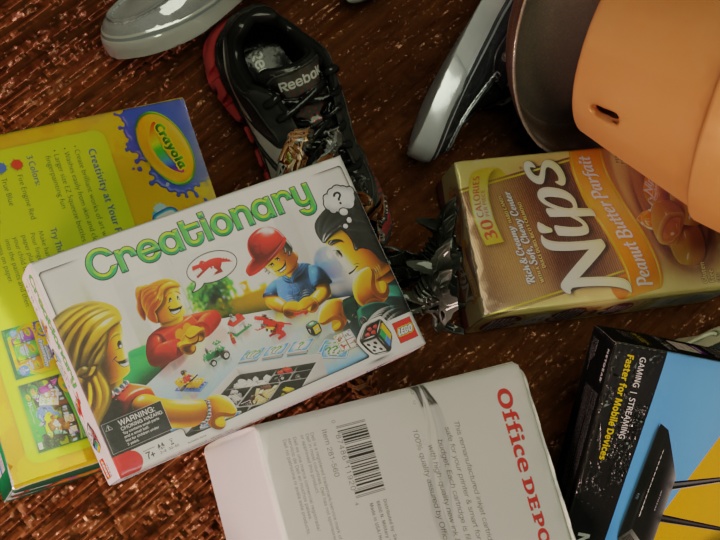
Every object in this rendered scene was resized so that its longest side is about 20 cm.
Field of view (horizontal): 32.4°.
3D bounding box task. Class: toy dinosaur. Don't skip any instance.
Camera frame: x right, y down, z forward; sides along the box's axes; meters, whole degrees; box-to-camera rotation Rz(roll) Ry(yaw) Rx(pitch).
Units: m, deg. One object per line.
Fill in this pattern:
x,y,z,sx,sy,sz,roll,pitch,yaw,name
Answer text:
0.000,0.000,0.829,0.135,0.200,0.102,-5,45,9,toy dinosaur

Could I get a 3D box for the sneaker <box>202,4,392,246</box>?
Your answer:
-0.040,-0.099,0.857,0.071,0.098,0.201,-31,87,-18,sneaker

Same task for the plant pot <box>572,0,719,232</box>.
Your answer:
0.234,-0.136,0.832,0.140,0.200,0.200,25,71,22,plant pot

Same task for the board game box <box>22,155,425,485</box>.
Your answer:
-0.074,0.024,0.710,0.199,0.035,0.127,-22,83,-25,board game box

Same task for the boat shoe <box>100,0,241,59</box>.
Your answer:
-0.102,-0.223,0.867,0.200,0.069,0.072,-31,42,-4,boat shoe

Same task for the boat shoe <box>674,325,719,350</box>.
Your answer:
0.241,0.078,0.892,0.199,0.071,0.063,-20,42,-6,boat shoe

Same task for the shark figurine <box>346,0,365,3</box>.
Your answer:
0.024,-0.319,0.929,0.128,0.089,0.215,-14,82,-16,shark figurine

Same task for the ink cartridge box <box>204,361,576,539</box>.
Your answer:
0.022,0.151,0.777,0.199,0.084,0.147,-10,80,-32,ink cartridge box

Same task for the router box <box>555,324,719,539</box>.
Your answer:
0.207,0.149,0.834,0.149,0.051,0.201,11,101,-9,router box

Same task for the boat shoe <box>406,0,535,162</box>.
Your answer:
0.101,-0.155,0.917,0.068,0.072,0.200,30,67,-3,boat shoe

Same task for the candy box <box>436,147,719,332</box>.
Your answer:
0.165,-0.027,0.903,0.199,0.055,0.116,-6,76,-14,candy box

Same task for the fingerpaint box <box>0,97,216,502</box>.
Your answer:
-0.158,0.015,0.742,0.166,0.073,0.201,-16,80,-24,fingerpaint box

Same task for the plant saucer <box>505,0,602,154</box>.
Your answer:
0.170,-0.181,0.897,0.200,0.200,0.032,-42,46,-17,plant saucer
